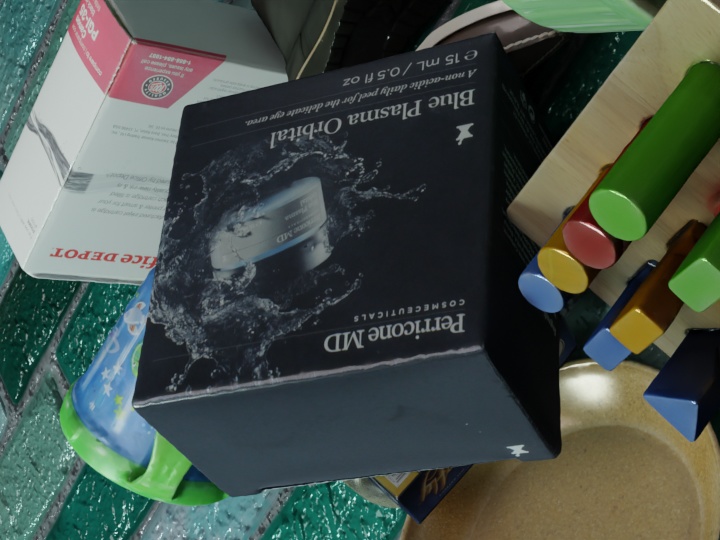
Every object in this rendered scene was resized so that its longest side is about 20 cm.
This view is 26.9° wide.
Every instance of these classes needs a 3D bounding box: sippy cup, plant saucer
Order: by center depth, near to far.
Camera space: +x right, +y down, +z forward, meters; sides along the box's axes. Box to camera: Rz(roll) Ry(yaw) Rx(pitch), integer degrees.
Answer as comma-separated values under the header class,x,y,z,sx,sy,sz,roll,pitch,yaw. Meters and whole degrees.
class,x,y,z,sx,sy,sz,roll,pitch,yaw
plant saucer,0.108,0.141,0.790,0.199,0.035,0.202,-28,40,26
sippy cup,-0.119,0.067,1.025,0.178,0.139,0.131,43,116,38

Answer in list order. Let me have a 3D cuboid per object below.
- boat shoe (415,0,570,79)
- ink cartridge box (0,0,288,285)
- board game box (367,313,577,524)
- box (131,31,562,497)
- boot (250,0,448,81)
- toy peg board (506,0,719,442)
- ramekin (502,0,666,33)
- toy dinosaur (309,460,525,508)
class,x,y,z,sx,sy,sz,roll,pitch,yaw
boat shoe,0.056,-0.106,0.891,0.199,0.071,0.060,-24,75,49
ink cartridge box,-0.156,-0.093,1.068,0.201,0.146,0.083,-57,49,28
board game box,0.012,0.037,0.880,0.136,0.035,0.200,-46,48,-7
box,0.000,0.000,0.812,0.195,0.118,0.202,-11,54,22
boot,-0.009,-0.204,0.971,0.200,0.077,0.139,-53,47,30
toy peg board,0.153,0.016,0.632,0.200,0.098,0.199,41,150,4
ramekin,0.128,-0.210,0.728,0.097,0.198,0.202,2,89,55
toy dinosaur,0.013,0.103,0.930,0.198,0.077,0.103,16,98,21
